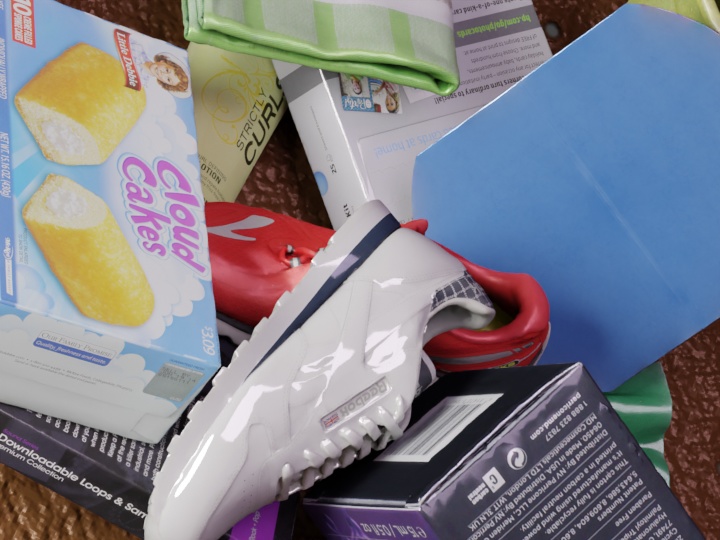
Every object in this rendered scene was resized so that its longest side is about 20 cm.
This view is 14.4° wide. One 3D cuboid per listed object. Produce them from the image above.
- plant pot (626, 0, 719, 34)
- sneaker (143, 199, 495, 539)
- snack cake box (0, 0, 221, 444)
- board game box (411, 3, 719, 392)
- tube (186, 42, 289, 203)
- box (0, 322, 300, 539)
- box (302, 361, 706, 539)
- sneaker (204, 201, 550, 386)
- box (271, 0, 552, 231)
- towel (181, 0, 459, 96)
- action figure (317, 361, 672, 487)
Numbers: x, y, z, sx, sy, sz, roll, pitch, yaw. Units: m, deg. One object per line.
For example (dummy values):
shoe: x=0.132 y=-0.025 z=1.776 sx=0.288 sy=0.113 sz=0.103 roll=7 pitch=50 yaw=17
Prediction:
plant pot: x=0.214 y=-0.112 z=1.536 sx=0.199 sy=0.184 sz=0.202 roll=12 pitch=61 yaw=-23
sneaker: x=-0.021 y=0.059 z=1.281 sx=0.080 sy=0.076 sz=0.200 roll=38 pitch=68 yaw=4
snack cake box: x=-0.134 y=-0.029 z=1.318 sx=0.114 sy=0.067 sz=0.201 roll=17 pitch=44 yaw=-28
board game box: x=0.128 y=-0.038 z=1.438 sx=0.158 sy=0.199 sz=0.039 roll=52 pitch=15 yaw=-10
tube: x=-0.076 y=-0.073 z=1.458 sx=0.052 sy=0.058 sz=0.201 roll=11 pitch=51 yaw=18
box: x=-0.115 y=0.052 z=1.342 sx=0.199 sy=0.036 sz=0.143 roll=32 pitch=38 yaw=-17
box: x=0.089 y=0.151 z=1.301 sx=0.104 sy=0.148 sz=0.201 roll=-39 pitch=100 yaw=-19
sneaker: x=0.000 y=0.000 z=1.382 sx=0.199 sy=0.085 sz=0.077 roll=16 pitch=53 yaw=-12
box: x=0.044 y=-0.073 z=1.502 sx=0.155 sy=0.041 sz=0.201 roll=-17 pitch=83 yaw=-36
towel: x=-0.023 y=-0.179 z=1.463 sx=0.148 sy=0.031 sz=0.201 roll=9 pitch=45 yaw=-17
action figure: x=0.059 y=0.098 z=1.446 sx=0.198 sy=0.055 sz=0.119 roll=6 pitch=67 yaw=-17
